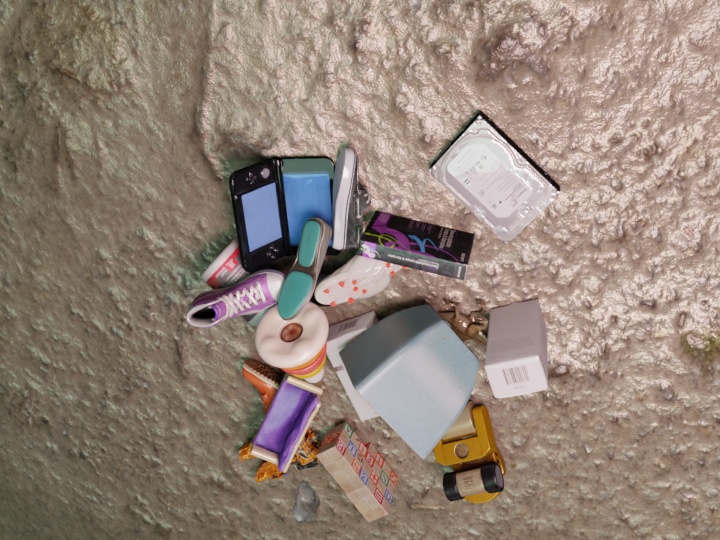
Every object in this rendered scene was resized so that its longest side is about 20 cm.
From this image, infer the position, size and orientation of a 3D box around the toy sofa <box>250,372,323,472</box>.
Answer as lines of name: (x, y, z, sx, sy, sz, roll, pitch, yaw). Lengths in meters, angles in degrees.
toy sofa: (-0.156, 0.313, 1.494, 0.082, 0.098, 0.202, 24, 106, -11)

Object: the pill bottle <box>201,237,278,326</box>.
pill bottle: (-0.217, 0.040, 1.446, 0.200, 0.111, 0.111, 44, 119, -9)

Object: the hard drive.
hard drive: (0.237, -0.161, 1.264, 0.199, 0.038, 0.140, 42, 119, -8)

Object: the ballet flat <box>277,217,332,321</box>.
ballet flat: (-0.098, 0.001, 1.349, 0.066, 0.063, 0.203, 18, 90, 26)

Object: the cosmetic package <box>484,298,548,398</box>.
cosmetic package: (0.287, 0.139, 1.303, 0.100, 0.201, 0.075, -14, 112, 21)

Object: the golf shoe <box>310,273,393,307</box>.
golf shoe: (-0.032, 0.041, 1.404, 0.197, 0.097, 0.079, -16, 109, 20)

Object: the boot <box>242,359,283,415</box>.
boot: (-0.196, 0.284, 1.566, 0.199, 0.075, 0.108, 39, 99, -6)

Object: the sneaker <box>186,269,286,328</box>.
sneaker: (-0.231, 0.062, 1.337, 0.197, 0.114, 0.074, -21, 100, 3)

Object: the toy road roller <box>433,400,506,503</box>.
toy road roller: (0.236, 0.385, 1.504, 0.121, 0.145, 0.204, -19, 72, 23)

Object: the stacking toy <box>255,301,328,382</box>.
stacking toy: (-0.114, 0.167, 1.404, 0.143, 0.148, 0.201, 1, 143, 15)

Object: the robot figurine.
robot figurine: (-0.179, 0.420, 1.653, 0.198, 0.058, 0.146, -26, 107, 26)

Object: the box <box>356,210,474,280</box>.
box: (0.105, -0.048, 1.295, 0.196, 0.143, 0.037, 15, 118, 7)

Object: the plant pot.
plant pot: (0.104, 0.181, 1.333, 0.200, 0.196, 0.196, -44, 107, 1)

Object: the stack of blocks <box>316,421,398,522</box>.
stack of blocks: (-0.004, 0.438, 1.581, 0.058, 0.115, 0.201, -30, 104, 26)

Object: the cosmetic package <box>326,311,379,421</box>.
cosmetic package: (0.015, 0.200, 1.478, 0.111, 0.081, 0.202, -20, 108, 21)

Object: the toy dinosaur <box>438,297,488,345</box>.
toy dinosaur: (0.219, 0.110, 1.403, 0.198, 0.058, 0.102, 30, 135, 7)

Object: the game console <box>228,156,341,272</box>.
game console: (-0.140, -0.104, 1.356, 0.115, 0.175, 0.204, 17, 123, 39)

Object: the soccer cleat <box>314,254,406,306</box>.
soccer cleat: (0.000, 0.000, 1.352, 0.198, 0.078, 0.070, -28, 133, -1)

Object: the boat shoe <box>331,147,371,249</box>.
boat shoe: (-0.015, -0.134, 1.338, 0.069, 0.073, 0.203, 0, 123, -11)
